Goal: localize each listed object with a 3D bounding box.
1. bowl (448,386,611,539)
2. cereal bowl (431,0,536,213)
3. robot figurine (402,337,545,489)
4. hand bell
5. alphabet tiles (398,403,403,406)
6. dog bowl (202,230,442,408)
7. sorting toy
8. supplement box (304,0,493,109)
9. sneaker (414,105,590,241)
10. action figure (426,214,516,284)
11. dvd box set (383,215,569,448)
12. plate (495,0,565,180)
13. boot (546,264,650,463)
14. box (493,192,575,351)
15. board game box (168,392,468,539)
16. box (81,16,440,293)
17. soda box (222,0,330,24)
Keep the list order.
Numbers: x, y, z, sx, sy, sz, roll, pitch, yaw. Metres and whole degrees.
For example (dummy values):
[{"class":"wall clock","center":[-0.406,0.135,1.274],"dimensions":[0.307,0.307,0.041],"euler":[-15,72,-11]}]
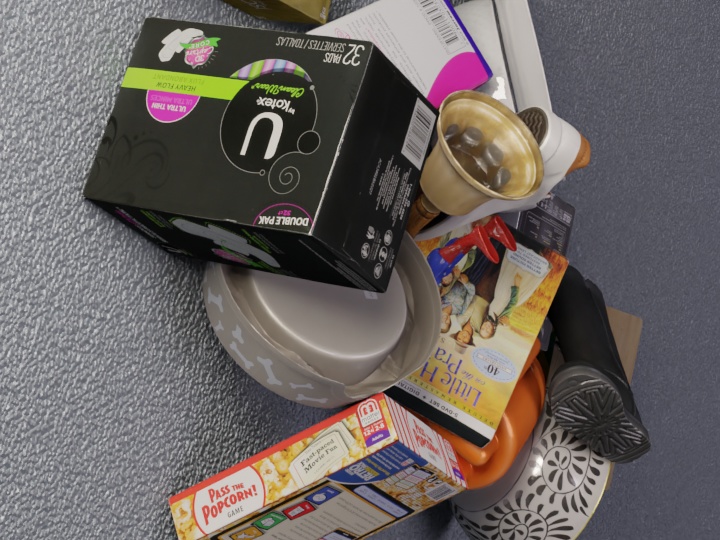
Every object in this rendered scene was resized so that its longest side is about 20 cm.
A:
[{"class":"bowl","center":[0.147,0.190,1.860],"dimensions":[0.094,0.200,0.202],"euler":[31,70,-32]},{"class":"cereal bowl","center":[0.102,-0.146,1.707],"dimensions":[0.200,0.083,0.201],"euler":[-11,90,-84]},{"class":"robot figurine","center":[0.106,0.129,1.742],"dimensions":[0.200,0.116,0.145],"euler":[-46,139,-59]},{"class":"hand bell","center":[0.051,-0.050,1.546],"dimensions":[0.104,0.200,0.105],"euler":[22,48,-26]},{"class":"alphabet tiles","center":[0.056,0.077,1.763],"dimensions":[0.200,0.015,0.197],"euler":[-5,107,-71]},{"class":"dog bowl","center":[-0.034,0.020,1.469],"dimensions":[0.200,0.200,0.059],"euler":[-43,177,-46]},{"class":"sorting toy","center":[0.230,0.134,2.066],"dimensions":[0.199,0.069,0.201],"euler":[17,85,-60]},{"class":"supplement box","center":[0.004,-0.152,1.514],"dimensions":[0.101,0.103,0.200],"euler":[58,37,-1]},{"class":"sneaker","center":[0.112,-0.068,1.600],"dimensions":[0.084,0.200,0.073],"euler":[22,55,-41]},{"class":"action figure","center":[0.038,0.019,1.567],"dimensions":[0.052,0.199,0.065],"euler":[60,31,-5]},{"class":"dvd box set","center":[0.087,0.039,1.660],"dimensions":[0.201,0.146,0.029],"euler":[-62,-175,-28]},{"class":"plate","center":[0.154,-0.197,1.752],"dimensions":[0.200,0.032,0.201],"euler":[-79,156,-74]},{"class":"boot","center":[0.211,0.068,1.807],"dimensions":[0.165,0.065,0.201],"euler":[50,23,-47]},{"class":"box","center":[0.159,-0.007,1.896],"dimensions":[0.200,0.048,0.159],"euler":[18,84,-68]},{"class":"board game box","center":[-0.032,0.182,1.508],"dimensions":[0.151,0.199,0.046],"euler":[42,25,-57]},{"class":"box","center":[-0.070,-0.084,1.339],"dimensions":[0.124,0.199,0.149],"euler":[39,65,-57]},{"class":"soda box","center":[-0.093,-0.239,1.385],"dimensions":[0.200,0.067,0.064],"euler":[15,85,-61]}]
